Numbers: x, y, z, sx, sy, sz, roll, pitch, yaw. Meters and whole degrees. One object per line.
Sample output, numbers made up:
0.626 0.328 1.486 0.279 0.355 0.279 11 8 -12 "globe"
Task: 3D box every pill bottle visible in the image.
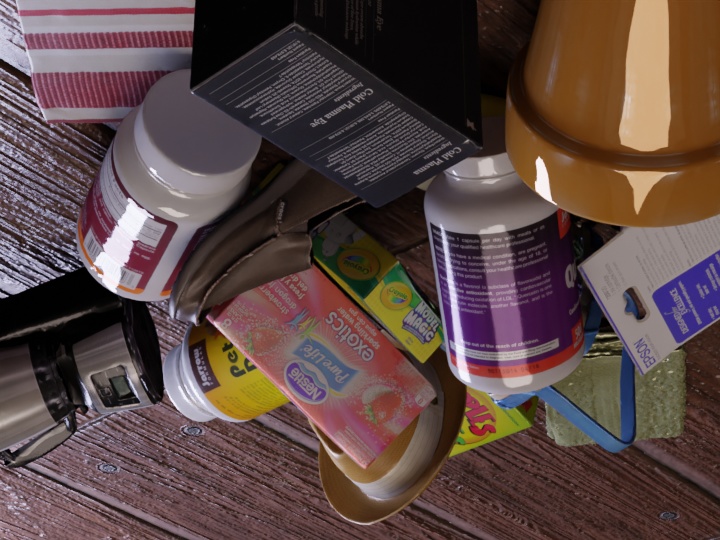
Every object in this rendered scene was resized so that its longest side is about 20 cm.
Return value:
0.111 -0.013 1.597 0.111 0.113 0.201 -5 117 10 "pill bottle"
-0.088 0.071 1.883 0.199 0.110 0.109 -27 138 36 "pill bottle"
-0.152 -0.068 1.635 0.113 0.115 0.200 12 149 -16 "pill bottle"

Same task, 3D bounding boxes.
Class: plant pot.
0.202 -0.164 1.449 0.198 0.201 0.184 0 132 3 "plant pot"

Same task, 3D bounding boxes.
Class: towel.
0.247 0.112 2.004 0.147 0.037 0.200 -5 146 9 "towel"
-0.187 -0.178 1.580 0.143 0.023 0.200 0 149 -1 "towel"

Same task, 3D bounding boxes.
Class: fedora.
0.008 0.129 1.884 0.200 0.202 0.082 -26 139 37 "fedora"

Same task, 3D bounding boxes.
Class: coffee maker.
-0.289 0.065 1.855 0.199 0.193 0.135 -19 153 0 "coffee maker"

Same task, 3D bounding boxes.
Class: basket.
0.165 0.046 1.774 0.200 0.177 0.139 36 129 -27 "basket"

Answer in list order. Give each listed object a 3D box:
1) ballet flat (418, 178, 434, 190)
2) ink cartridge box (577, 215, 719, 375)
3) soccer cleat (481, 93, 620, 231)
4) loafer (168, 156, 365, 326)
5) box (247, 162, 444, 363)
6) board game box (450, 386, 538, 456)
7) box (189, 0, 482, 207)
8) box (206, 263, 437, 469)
0.032 -0.112 1.635 0.068 0.063 0.199 -26 138 35 "ballet flat"
0.279 -0.024 1.704 0.199 0.043 0.198 -35 142 1 "ink cartridge box"
0.168 -0.105 1.661 0.199 0.065 0.084 27 110 -27 "soccer cleat"
-0.068 -0.024 1.608 0.200 0.071 0.073 -44 175 -2 "loafer"
0.000 0.000 1.706 0.048 0.200 0.117 -48 139 -5 "box"
0.065 0.134 2.010 0.199 0.048 0.102 -24 121 35 "board game box"
-0.014 -0.179 1.404 0.104 0.201 0.182 -28 137 36 "box"
-0.042 0.060 1.727 0.095 0.103 0.200 -46 116 -4 "box"
